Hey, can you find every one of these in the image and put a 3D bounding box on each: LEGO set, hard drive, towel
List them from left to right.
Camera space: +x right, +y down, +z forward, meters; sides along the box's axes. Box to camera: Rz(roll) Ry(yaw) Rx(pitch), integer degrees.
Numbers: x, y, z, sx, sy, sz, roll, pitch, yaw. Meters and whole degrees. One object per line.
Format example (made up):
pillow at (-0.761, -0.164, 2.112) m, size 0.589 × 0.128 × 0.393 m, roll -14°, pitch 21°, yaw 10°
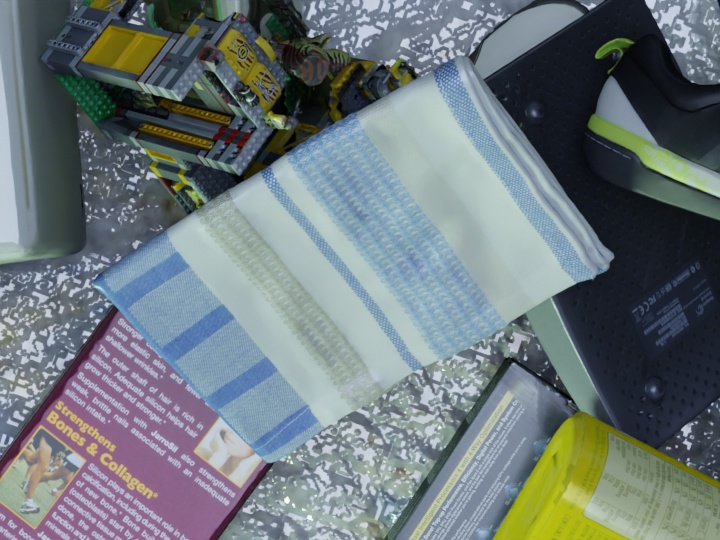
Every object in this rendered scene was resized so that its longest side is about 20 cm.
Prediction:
LEGO set at (-0.040, -0.086, 1.058) m, size 0.154 × 0.115 × 0.201 m, roll -48°, pitch 130°, yaw -24°
towel at (0.000, 0.000, 1.035) m, size 0.199 × 0.024 × 0.147 m, roll -30°, pitch 130°, yaw 12°
hard drive at (0.124, -0.022, 1.124) m, size 0.135 × 0.042 × 0.201 m, roll -34°, pitch 106°, yaw -33°

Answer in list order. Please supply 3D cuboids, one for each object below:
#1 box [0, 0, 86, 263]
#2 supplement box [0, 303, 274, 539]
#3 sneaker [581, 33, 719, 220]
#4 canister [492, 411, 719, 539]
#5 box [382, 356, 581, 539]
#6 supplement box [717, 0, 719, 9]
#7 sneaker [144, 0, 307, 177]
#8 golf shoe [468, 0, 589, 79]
box at (-0.229, -0.097, 1.089) m, size 0.170 × 0.199 × 0.202 m, roll -4°, pitch 90°, yaw 0°
supplement box at (-0.112, 0.097, 1.146) m, size 0.110 × 0.086 × 0.201 m, roll 37°, pitch 91°, yaw -1°
sneaker at (0.196, -0.056, 1.044) m, size 0.199 × 0.072 × 0.083 m, roll 20°, pitch 97°, yaw 11°
canister at (0.158, 0.171, 1.087) m, size 0.199 × 0.087 × 0.149 m, roll 27°, pitch 111°, yaw -5°
box at (0.086, 0.171, 1.164) m, size 0.161 × 0.049 × 0.201 m, roll 33°, pitch 91°, yaw -2°
supplement box at (0.260, -0.065, 1.130) m, size 0.108 × 0.110 × 0.202 m, roll -18°, pitch 91°, yaw 1°
sneaker at (-0.077, -0.127, 1.165) m, size 0.088 × 0.077 × 0.202 m, roll 11°, pitch 101°, yaw 37°
golf shoe at (0.058, -0.051, 1.140) m, size 0.077 × 0.094 × 0.201 m, roll 35°, pitch 89°, yaw 1°
